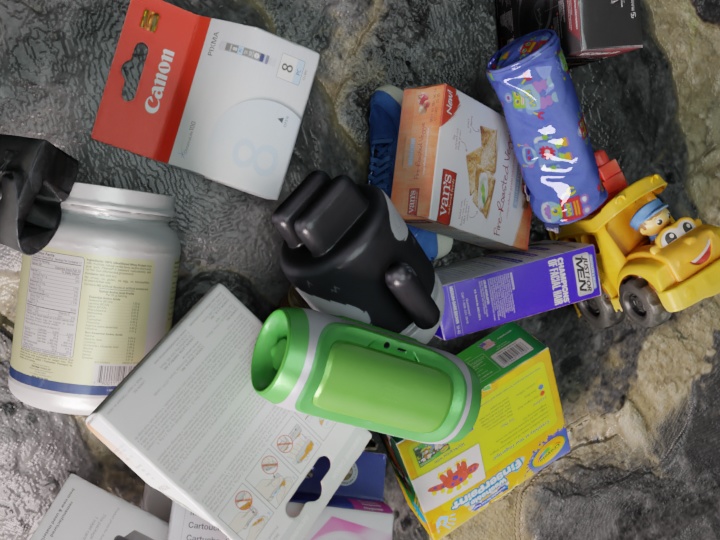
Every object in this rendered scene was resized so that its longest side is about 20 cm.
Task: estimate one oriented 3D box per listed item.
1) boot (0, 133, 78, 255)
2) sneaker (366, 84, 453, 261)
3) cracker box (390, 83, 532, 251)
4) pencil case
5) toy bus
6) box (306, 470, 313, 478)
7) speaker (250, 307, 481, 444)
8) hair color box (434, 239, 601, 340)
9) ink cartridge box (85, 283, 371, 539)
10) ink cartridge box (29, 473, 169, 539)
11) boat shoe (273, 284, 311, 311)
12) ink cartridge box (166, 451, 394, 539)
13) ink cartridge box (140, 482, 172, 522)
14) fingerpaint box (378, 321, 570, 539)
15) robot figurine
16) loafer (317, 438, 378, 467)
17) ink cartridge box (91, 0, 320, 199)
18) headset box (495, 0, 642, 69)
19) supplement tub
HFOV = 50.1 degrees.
[{"bbox_3d":[-0.351,-0.042,0.679,0.197,0.066,0.167,12,92,21],"label":"boot"},{"bbox_3d":[0.025,-0.091,0.839,0.110,0.076,0.203,-25,108,-27],"label":"sneaker"},{"bbox_3d":[0.118,-0.103,0.827,0.199,0.057,0.136,11,85,-48],"label":"cracker box"},{"bbox_3d":[0.192,-0.144,0.804,0.202,0.086,0.078,64,34,-25],"label":"pencil case"},{"bbox_3d":[0.309,-0.046,0.878,0.134,0.200,0.194,-27,94,-15],"label":"toy bus"},{"bbox_3d":[-0.067,0.258,0.766,0.117,0.060,0.200,-47,109,-10],"label":"box"},{"bbox_3d":[0.008,0.094,0.674,0.198,0.088,0.090,20,89,-27],"label":"speaker"},{"bbox_3d":[0.157,0.018,0.877,0.197,0.109,0.066,-16,99,-15],"label":"hair color box"},{"bbox_3d":[-0.106,0.136,0.667,0.200,0.050,0.163,47,54,-10],"label":"ink cartridge box"},{"bbox_3d":[-0.204,0.288,0.707,0.198,0.146,0.084,29,50,-6],"label":"ink cartridge box"},{"bbox_3d":[-0.012,0.081,0.858,0.199,0.072,0.068,33,118,-25],"label":"boat shoe"},{"bbox_3d":[-0.069,0.244,0.659,0.193,0.043,0.203,10,69,-14],"label":"ink cartridge box"},{"bbox_3d":[-0.144,0.179,0.810,0.143,0.084,0.203,11,91,-17],"label":"ink cartridge box"},{"bbox_3d":[0.129,0.182,0.877,0.198,0.073,0.168,-30,123,-13],"label":"fingerpaint box"},{"bbox_3d":[0.000,0.001,0.742,0.124,0.151,0.201,-26,125,16],"label":"robot figurine"},{"bbox_3d":[-0.055,0.129,0.749,0.199,0.075,0.070,36,87,-16],"label":"loafer"},{"bbox_3d":[-0.156,-0.180,0.793,0.198,0.047,0.162,17,90,-20],"label":"ink cartridge box"},{"bbox_3d":[0.219,-0.296,0.820,0.076,0.200,0.151,-8,96,-16],"label":"headset box"},{"bbox_3d":[-0.248,0.022,0.731,0.143,0.145,0.203,7,93,-17],"label":"supplement tub"}]
